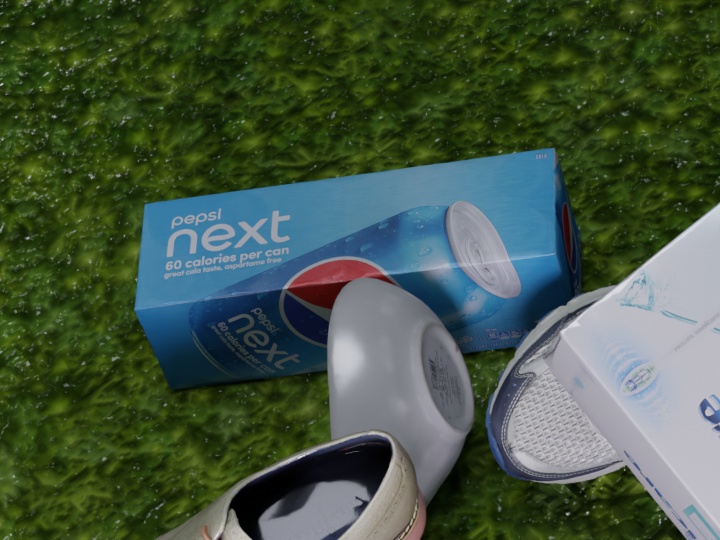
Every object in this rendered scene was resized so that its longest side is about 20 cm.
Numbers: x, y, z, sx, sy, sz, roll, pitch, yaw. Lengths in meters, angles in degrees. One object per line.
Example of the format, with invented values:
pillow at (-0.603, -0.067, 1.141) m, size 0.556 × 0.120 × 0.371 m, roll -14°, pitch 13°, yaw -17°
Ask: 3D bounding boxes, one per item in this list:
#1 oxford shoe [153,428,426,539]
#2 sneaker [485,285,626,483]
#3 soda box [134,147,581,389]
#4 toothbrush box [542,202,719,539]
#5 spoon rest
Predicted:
oxford shoe at (-0.064, 0.123, 1.143) m, size 0.200 × 0.074 × 0.071 m, roll -36°, pitch 66°, yaw -14°
sneaker at (0.146, 0.031, 1.226) m, size 0.200 × 0.077 × 0.085 m, roll -27°, pitch 3°, yaw -5°
soda box at (0.000, 0.000, 1.333) m, size 0.200 × 0.064 × 0.068 m, roll -8°, pitch 48°, yaw 12°
toothbrush box at (0.195, 0.025, 1.146) m, size 0.200 × 0.085 × 0.146 m, roll -37°, pitch 83°, yaw -6°
spoon rest at (0.017, 0.096, 1.235) m, size 0.061 × 0.099 × 0.200 m, roll -20°, pitch 58°, yaw 23°
